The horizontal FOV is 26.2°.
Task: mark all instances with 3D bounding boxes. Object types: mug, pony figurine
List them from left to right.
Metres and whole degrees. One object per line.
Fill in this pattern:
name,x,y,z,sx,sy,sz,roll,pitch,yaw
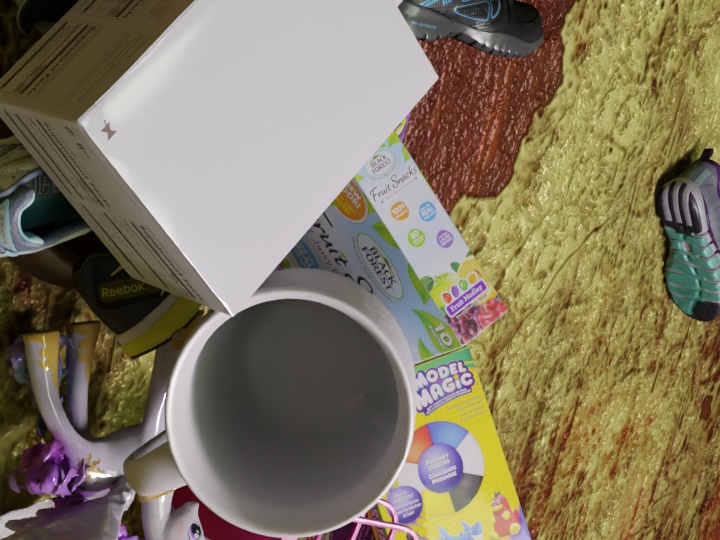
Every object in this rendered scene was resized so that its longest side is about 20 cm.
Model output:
pony figurine,-0.182,0.137,1.058,0.191,0.166,0.202,-7,93,-18
mug,-0.060,0.083,0.973,0.199,0.175,0.148,-29,96,6

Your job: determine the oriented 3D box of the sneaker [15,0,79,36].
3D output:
sneaker,-0.135,-0.185,0.966,0.199,0.089,0.074,6,138,-46

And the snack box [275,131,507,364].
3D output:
snack box,0.000,0.000,1.073,0.053,0.200,0.143,-36,95,-29

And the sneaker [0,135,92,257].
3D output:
sneaker,-0.230,-0.042,0.920,0.199,0.086,0.078,-17,120,-22

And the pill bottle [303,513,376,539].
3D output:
pill bottle,0.045,0.233,1.344,0.112,0.199,0.113,-28,132,-37

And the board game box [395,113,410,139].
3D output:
board game box,-0.041,-0.091,1.189,0.199,0.032,0.121,-2,117,-50

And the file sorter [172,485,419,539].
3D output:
file sorter,-0.059,0.206,1.178,0.125,0.200,0.140,16,101,-30

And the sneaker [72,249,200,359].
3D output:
sneaker,-0.110,-0.039,1.022,0.085,0.074,0.200,44,65,-18

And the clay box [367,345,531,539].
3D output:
clay box,0.052,0.147,1.230,0.114,0.048,0.202,-20,95,-16

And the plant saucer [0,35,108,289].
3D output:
plant saucer,-0.159,-0.075,1.035,0.199,0.032,0.202,-21,125,-33

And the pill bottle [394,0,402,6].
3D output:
pill bottle,-0.046,-0.247,1.021,0.110,0.109,0.200,-57,143,-7

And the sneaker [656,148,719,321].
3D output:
sneaker,0.379,-0.035,1.687,0.088,0.074,0.201,-46,139,-29

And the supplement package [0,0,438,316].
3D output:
supplement package,-0.080,-0.106,0.891,0.200,0.111,0.156,-49,127,-19

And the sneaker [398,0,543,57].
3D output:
sneaker,0.087,-0.219,1.225,0.199,0.073,0.083,-1,111,-50
